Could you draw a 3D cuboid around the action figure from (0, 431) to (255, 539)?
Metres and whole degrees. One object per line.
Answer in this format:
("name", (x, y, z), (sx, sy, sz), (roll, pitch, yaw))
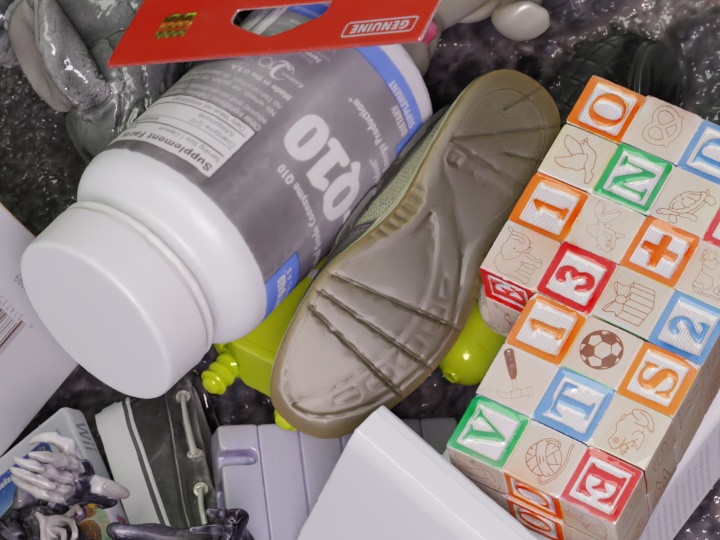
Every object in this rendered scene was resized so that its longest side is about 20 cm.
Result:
("action figure", (-0.143, 0.139, 1.426), (0.200, 0.102, 0.119), (1, 71, 40))

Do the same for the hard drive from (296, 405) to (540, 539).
("hard drive", (0.064, 0.160, 1.365), (0.200, 0.132, 0.027), (40, 59, 9))

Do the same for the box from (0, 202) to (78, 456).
("box", (-0.251, -0.016, 1.553), (0.200, 0.152, 0.106), (35, 82, 38))

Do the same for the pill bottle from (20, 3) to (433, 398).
("pill bottle", (-0.065, -0.037, 1.445), (0.114, 0.114, 0.200), (27, 57, 27))

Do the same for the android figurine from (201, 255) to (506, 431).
("android figurine", (0.000, 0.000, 1.506), (0.182, 0.041, 0.200), (23, 56, 26))

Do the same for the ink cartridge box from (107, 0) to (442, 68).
("ink cartridge box", (-0.025, -0.179, 1.452), (0.200, 0.044, 0.174), (-2, 46, 37))

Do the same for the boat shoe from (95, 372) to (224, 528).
("boat shoe", (-0.072, 0.140, 1.486), (0.064, 0.071, 0.200), (-27, 63, 4))

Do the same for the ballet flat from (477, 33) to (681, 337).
("ballet flat", (0.105, -0.040, 1.493), (0.057, 0.066, 0.200), (-8, 40, 42))

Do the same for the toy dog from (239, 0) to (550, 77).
("toy dog", (0.017, -0.183, 1.557), (0.194, 0.140, 0.200), (23, 79, 27))

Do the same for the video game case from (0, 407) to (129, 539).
("video game case", (-0.159, 0.190, 1.503), (0.143, 0.018, 0.200), (-39, 59, 22))

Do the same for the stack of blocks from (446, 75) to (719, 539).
("stack of blocks", (0.114, 0.022, 1.379), (0.115, 0.059, 0.200), (24, 69, 19))

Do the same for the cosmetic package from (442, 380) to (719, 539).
("cosmetic package", (0.121, 0.074, 1.426), (0.102, 0.074, 0.200), (34, 74, 22))

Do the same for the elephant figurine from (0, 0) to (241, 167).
("elephant figurine", (-0.120, -0.105, 1.551), (0.141, 0.155, 0.200), (-35, 42, 8))

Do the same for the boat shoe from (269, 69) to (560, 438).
("boat shoe", (0.025, -0.006, 1.432), (0.072, 0.066, 0.201), (34, 84, -7))

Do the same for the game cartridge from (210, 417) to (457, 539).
("game cartridge", (0.001, 0.169, 1.440), (0.129, 0.038, 0.200), (1, 63, -17))
